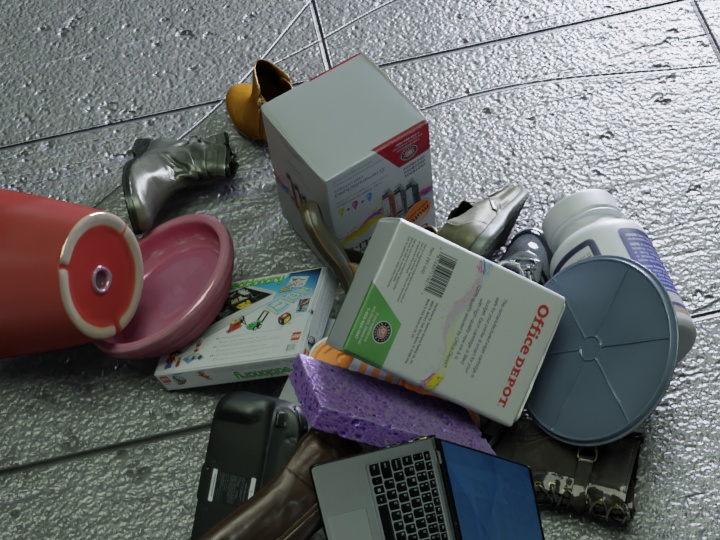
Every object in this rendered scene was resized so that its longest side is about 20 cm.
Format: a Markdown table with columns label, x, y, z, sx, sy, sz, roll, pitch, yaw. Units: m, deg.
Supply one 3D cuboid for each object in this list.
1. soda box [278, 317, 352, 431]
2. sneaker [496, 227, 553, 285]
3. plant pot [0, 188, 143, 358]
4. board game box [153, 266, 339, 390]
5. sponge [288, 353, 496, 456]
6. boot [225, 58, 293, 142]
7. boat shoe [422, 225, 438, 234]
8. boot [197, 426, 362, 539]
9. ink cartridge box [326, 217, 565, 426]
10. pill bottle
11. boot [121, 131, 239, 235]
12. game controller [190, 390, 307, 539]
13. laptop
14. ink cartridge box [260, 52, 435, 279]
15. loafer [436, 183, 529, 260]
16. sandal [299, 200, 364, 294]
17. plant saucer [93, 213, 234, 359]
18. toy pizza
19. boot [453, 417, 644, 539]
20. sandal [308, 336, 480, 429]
| label | x | y | z | sx | sy | sz | roll | pitch | yaw |
| --- | --- | --- | --- | --- | --- | --- | --- | --- | --- |
| soda box | -0.050 | 0.151 | 1.611 | 0.063 | 0.068 | 0.201 | 12 | 55 | 18 |
| sneaker | 0.177 | 0.011 | 1.659 | 0.075 | 0.114 | 0.201 | 10 | 54 | 15 |
| plant pot | -0.355 | 0.006 | 1.662 | 0.176 | 0.201 | 0.201 | 1 | 50 | 30 |
| board game box | -0.129 | 0.066 | 1.662 | 0.199 | 0.035 | 0.127 | -9 | 46 | 31 |
| sponge | 0.031 | 0.146 | 1.487 | 0.199 | 0.030 | 0.112 | 19 | 18 | -21 |
| boot | -0.119 | -0.216 | 1.858 | 0.071 | 0.144 | 0.201 | -28 | 53 | -15 |
| boat shoe | 0.080 | 0.034 | 1.669 | 0.072 | 0.072 | 0.201 | -21 | 42 | 19 |
| boot | -0.052 | 0.271 | 1.481 | 0.200 | 0.187 | 0.064 | -47 | 23 | -14 |
| ink cartridge box | 0.088 | 0.053 | 1.514 | 0.199 | 0.084 | 0.145 | 25 | 86 | -14 |
| pill bottle | 0.277 | 0.014 | 1.632 | 0.119 | 0.120 | 0.201 | -17 | 56 | -5 |
| boot | -0.219 | -0.118 | 1.819 | 0.130 | 0.068 | 0.200 | -7 | 32 | 4 |
| game controller | -0.117 | 0.227 | 1.522 | 0.104 | 0.042 | 0.201 | 11 | 91 | 25 |
| laptop | 0.070 | 0.268 | 1.409 | 0.199 | 0.188 | 0.116 | -13 | 18 | -2 |
| ink cartridge box | -0.010 | -0.117 | 1.731 | 0.145 | 0.200 | 0.145 | -31 | 57 | -15 |
| loafer | 0.139 | -0.061 | 1.698 | 0.069 | 0.075 | 0.200 | 29 | 24 | 9 |
| sandal | 0.000 | 0.000 | 1.647 | 0.054 | 0.201 | 0.082 | -31 | 13 | 2 |
| plant saucer | -0.223 | 0.026 | 1.707 | 0.200 | 0.051 | 0.201 | -24 | 39 | 21 |
| toy pizza | 0.246 | 0.083 | 1.531 | 0.200 | 0.032 | 0.201 | -16 | 65 | 39 |
| boot | 0.195 | 0.228 | 1.517 | 0.173 | 0.069 | 0.201 | 14 | 53 | 18 |
| sandal | 0.045 | 0.119 | 1.579 | 0.206 | 0.059 | 0.079 | 24 | 57 | -9 |
